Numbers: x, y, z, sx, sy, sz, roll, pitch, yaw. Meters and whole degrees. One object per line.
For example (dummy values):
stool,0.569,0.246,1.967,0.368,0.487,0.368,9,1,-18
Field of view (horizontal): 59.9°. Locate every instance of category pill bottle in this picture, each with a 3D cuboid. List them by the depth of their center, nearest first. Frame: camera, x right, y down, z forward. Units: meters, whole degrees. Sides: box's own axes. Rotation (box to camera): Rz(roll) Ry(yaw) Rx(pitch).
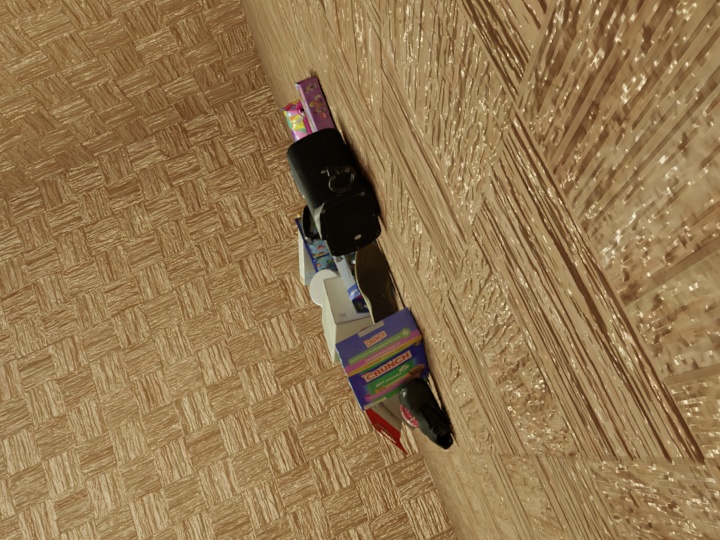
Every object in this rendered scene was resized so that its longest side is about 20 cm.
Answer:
pill bottle,-0.049,0.066,1.701,0.199,0.112,0.115,26,-144,-60

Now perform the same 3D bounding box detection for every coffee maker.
coffee maker,-0.047,-0.163,1.122,0.195,0.132,0.202,103,150,-43

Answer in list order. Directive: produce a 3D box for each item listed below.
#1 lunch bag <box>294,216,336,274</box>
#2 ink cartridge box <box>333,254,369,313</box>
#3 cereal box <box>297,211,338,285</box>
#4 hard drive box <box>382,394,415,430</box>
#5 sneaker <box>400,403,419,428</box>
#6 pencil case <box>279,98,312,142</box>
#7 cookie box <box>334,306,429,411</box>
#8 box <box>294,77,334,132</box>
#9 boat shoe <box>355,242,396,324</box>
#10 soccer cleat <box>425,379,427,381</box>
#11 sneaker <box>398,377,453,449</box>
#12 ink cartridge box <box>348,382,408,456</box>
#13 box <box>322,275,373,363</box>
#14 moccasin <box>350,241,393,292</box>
lunch bag,-0.068,-0.072,1.621,0.201,0.148,0.095,72,174,-56
ink cartridge box,0.000,0.000,1.450,0.118,0.042,0.204,2,-119,-51
cereal box,-0.098,-0.069,1.693,0.039,0.141,0.204,41,137,51
hard drive box,0.087,0.314,1.702,0.200,0.077,0.156,45,-174,-25
sneaker,0.142,0.318,1.510,0.075,0.080,0.201,53,-171,-16
pencil case,-0.113,-0.303,1.452,0.089,0.087,0.203,-120,6,-62
cookie box,0.049,0.187,1.287,0.076,0.168,0.201,60,174,34
box,-0.078,-0.294,1.292,0.137,0.038,0.204,-120,8,-70
boat shoe,0.035,0.039,1.325,0.063,0.072,0.205,-123,13,-86
soccer cleat,0.097,0.219,1.504,0.199,0.066,0.083,35,139,52
sneaker,0.150,0.308,1.341,0.201,0.076,0.091,55,172,-36
ink cartridge box,0.060,0.377,1.657,0.161,0.050,0.200,44,-178,-31
box,-0.030,0.118,1.541,0.202,0.106,0.130,97,158,-56
moccasin,0.009,-0.030,1.367,0.080,0.067,0.204,100,147,-84
